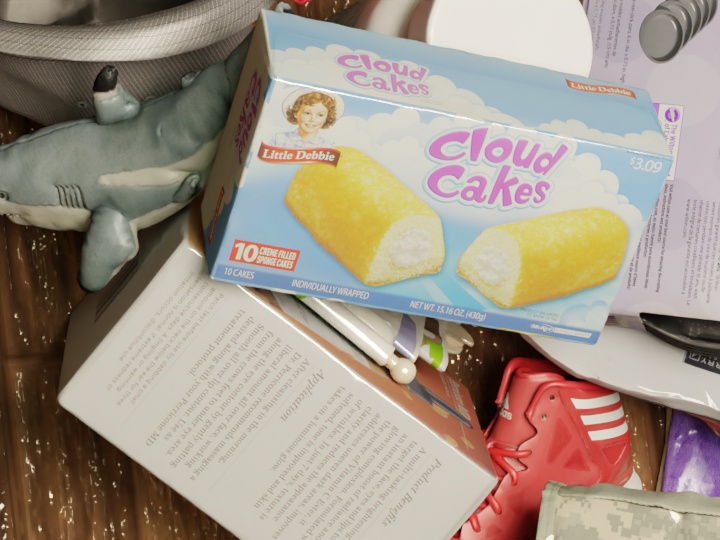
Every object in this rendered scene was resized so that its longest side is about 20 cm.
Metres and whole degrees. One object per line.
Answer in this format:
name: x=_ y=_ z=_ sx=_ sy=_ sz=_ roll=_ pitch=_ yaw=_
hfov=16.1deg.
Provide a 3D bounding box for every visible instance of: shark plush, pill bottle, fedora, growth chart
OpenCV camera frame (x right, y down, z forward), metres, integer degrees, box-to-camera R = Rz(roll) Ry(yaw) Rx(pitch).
shark plush: x=-0.108 y=-0.065 z=1.251 sx=0.083 sy=0.200 sz=0.091 roll=42 pitch=46 yaw=-23
pill bottle: x=0.044 y=-0.103 z=1.346 sx=0.114 sy=0.200 sz=0.114 roll=2 pitch=85 yaw=-18
fedora: x=-0.136 y=-0.130 z=1.328 sx=0.200 sy=0.177 sz=0.090 roll=-6 pitch=127 yaw=-5
growth chart: x=0.000 y=0.000 z=1.340 sx=0.145 sy=0.200 sz=0.018 roll=41 pitch=106 yaw=-2

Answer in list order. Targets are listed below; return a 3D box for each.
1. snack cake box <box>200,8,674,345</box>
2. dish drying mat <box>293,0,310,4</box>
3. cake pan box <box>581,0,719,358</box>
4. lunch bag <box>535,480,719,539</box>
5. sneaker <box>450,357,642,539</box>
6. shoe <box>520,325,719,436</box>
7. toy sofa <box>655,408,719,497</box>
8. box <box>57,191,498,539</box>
snack cake box: x=0.034 y=-0.043 z=1.218 sx=0.200 sy=0.067 sz=0.115 roll=10 pitch=124 yaw=-15
dish drying mat: x=-0.029 y=-0.187 z=1.347 sx=0.018 sy=0.200 sz=0.077 roll=-38 pitch=95 yaw=18
cake pan box: x=0.198 y=-0.056 z=1.313 sx=0.184 sy=0.052 sz=0.200 roll=5 pitch=79 yaw=15
lunch bag: x=0.167 y=0.208 z=1.325 sx=0.164 sy=0.118 sz=0.200 roll=8 pitch=103 yaw=13
sneaker: x=0.063 y=0.113 z=1.378 sx=0.200 sy=0.078 sz=0.116 roll=-31 pitch=124 yaw=-32
shoe: x=0.171 y=0.048 z=1.381 sx=0.200 sy=0.091 sz=0.072 roll=21 pitch=79 yaw=7
toy sofa: x=0.215 y=0.162 z=1.443 sx=0.098 sy=0.083 sz=0.200 roll=19 pitch=79 yaw=-18
box: x=-0.044 y=0.064 z=1.310 sx=0.200 sy=0.152 sz=0.106 roll=38 pitch=99 yaw=-13
